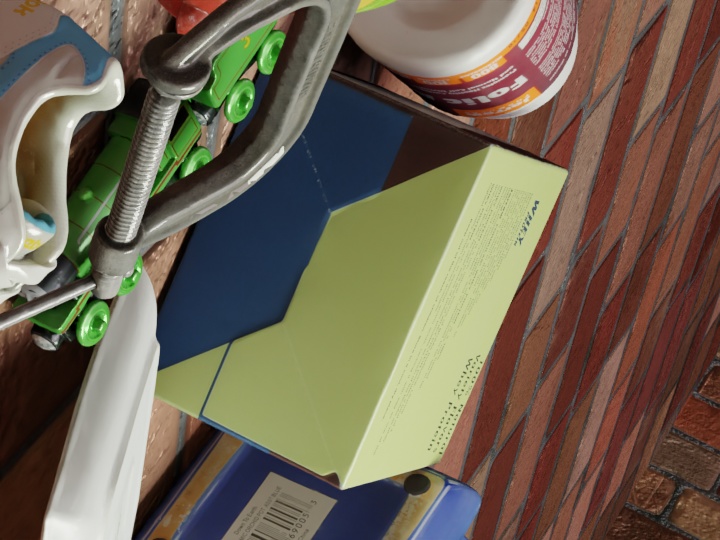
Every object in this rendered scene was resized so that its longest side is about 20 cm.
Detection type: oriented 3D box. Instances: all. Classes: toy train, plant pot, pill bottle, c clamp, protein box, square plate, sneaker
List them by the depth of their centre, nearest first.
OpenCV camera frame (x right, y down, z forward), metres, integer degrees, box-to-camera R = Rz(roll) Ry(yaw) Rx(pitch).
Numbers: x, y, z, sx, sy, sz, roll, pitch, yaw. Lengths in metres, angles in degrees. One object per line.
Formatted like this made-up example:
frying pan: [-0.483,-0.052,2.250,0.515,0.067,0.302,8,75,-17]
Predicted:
sneaker: [-0.158,-0.007,0.761,0.200,0.081,0.077,-64,166,3]
c clamp: [-0.071,-0.052,0.872,0.171,0.027,0.200,-27,159,-37]
toy train: [-0.097,-0.053,0.971,0.200,0.042,0.056,-58,153,-20]
square plate: [-0.131,0.127,1.032,0.198,0.028,0.200,-81,-178,-54]
protein box: [0.000,0.000,1.189,0.199,0.135,0.200,-67,164,6]
pill bottle: [0.061,-0.149,1.193,0.114,0.114,0.200,-64,164,1]
plant pot: [-0.040,0.205,1.288,0.200,0.200,0.180,-53,154,-35]

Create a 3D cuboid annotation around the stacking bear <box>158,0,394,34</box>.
stacking bear: [-0.024,-0.161,0.923,0.200,0.114,0.122,-36,149,-51]
